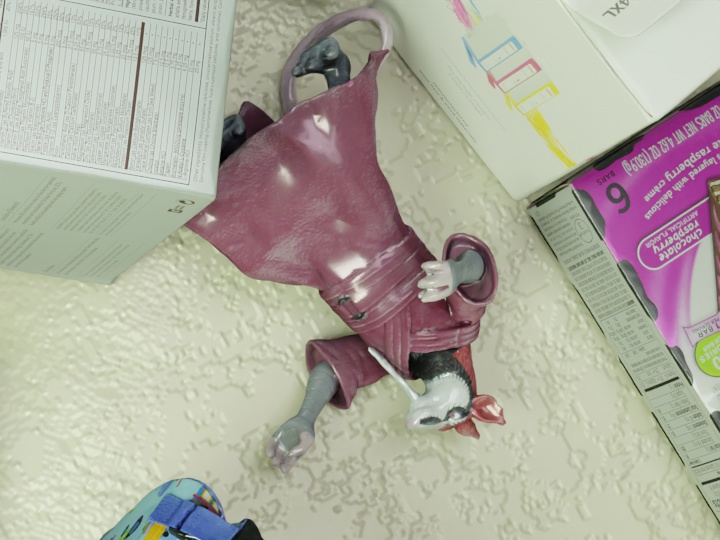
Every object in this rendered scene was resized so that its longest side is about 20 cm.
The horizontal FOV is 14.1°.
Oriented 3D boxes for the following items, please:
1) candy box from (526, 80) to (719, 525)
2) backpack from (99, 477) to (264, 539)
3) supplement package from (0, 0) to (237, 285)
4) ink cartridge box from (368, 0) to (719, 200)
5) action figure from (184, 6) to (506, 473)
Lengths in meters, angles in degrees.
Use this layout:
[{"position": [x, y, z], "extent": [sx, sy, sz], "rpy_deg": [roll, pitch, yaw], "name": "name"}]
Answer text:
[{"position": [0.194, 0.015, 1.441], "extent": [0.136, 0.061, 0.201], "rpy_deg": [-33, 91, -22], "name": "candy box"}, {"position": [-0.099, 0.211, 1.234], "extent": [0.134, 0.183, 0.200], "rpy_deg": [40, 67, -5], "name": "backpack"}, {"position": [-0.174, -0.095, 1.270], "extent": [0.199, 0.191, 0.148], "rpy_deg": [10, 76, -17], "name": "supplement package"}, {"position": [0.115, -0.137, 1.370], "extent": [0.128, 0.200, 0.125], "rpy_deg": [-40, 93, -21], "name": "ink cartridge box"}, {"position": [0.000, 0.000, 1.379], "extent": [0.200, 0.134, 0.149], "rpy_deg": [53, 25, -15], "name": "action figure"}]
